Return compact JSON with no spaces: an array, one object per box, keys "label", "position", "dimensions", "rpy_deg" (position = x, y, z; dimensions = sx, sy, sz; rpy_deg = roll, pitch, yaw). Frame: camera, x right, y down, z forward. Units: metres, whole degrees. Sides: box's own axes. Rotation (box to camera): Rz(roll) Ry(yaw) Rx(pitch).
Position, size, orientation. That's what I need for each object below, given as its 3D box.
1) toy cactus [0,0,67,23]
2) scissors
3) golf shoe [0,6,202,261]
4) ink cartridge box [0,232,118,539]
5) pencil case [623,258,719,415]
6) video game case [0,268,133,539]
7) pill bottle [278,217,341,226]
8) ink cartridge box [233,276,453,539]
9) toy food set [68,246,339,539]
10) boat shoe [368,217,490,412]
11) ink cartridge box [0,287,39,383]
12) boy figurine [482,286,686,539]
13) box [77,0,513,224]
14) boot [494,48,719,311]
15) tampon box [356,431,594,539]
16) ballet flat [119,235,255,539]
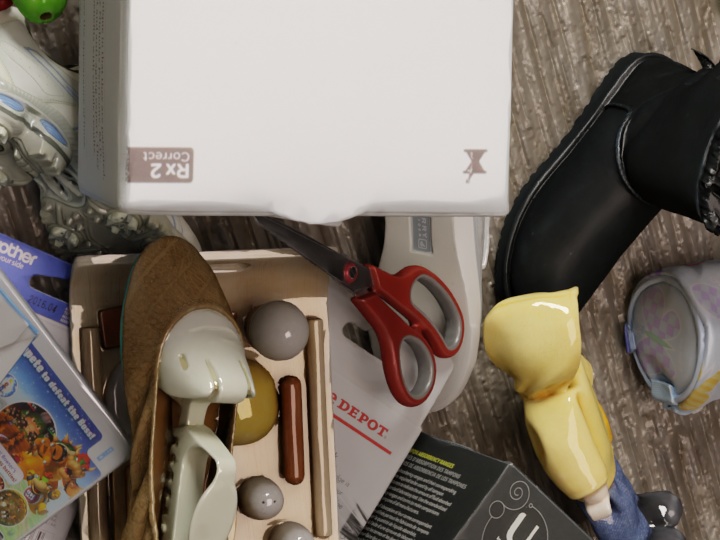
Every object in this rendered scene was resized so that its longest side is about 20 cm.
[{"label":"toy cactus","position":[-0.219,-0.217,1.437],"dimensions":[0.165,0.102,0.200],"rpy_deg":[-17,104,-1]},{"label":"scissors","position":[0.000,0.000,1.508],"dimensions":[0.200,0.014,0.073],"rpy_deg":[50,56,-41]},{"label":"golf shoe","position":[-0.143,-0.064,1.503],"dimensions":[0.200,0.078,0.097],"rpy_deg":[46,45,-42]},{"label":"ink cartridge box","position":[-0.199,0.086,1.514],"dimensions":[0.119,0.042,0.200],"rpy_deg":[24,89,-28]},{"label":"pencil case","position":[0.264,0.031,1.722],"dimensions":[0.200,0.083,0.091],"rpy_deg":[-10,89,-27]},{"label":"video game case","position":[-0.238,0.097,1.455],"dimensions":[0.200,0.018,0.143],"rpy_deg":[-37,95,0]},{"label":"pill bottle","position":[-0.040,-0.131,1.521],"dimensions":[0.116,0.116,0.200],"rpy_deg":[9,94,-28]},{"label":"ink cartridge box","position":[-0.049,0.105,1.579],"dimensions":[0.116,0.068,0.200],"rpy_deg":[35,82,-26]},{"label":"toy food set","position":[-0.077,0.089,1.494],"dimensions":[0.143,0.060,0.200],"rpy_deg":[-3,90,-14]},{"label":"boat shoe","position":[0.045,-0.019,1.614],"dimensions":[0.069,0.072,0.200],"rpy_deg":[-32,122,-52]},{"label":"ink cartridge box","position":[-0.276,0.016,1.411],"dimensions":[0.115,0.200,0.068],"rpy_deg":[-52,152,-11]},{"label":"boy figurine","position":[0.129,0.086,1.645],"dimensions":[0.064,0.124,0.200],"rpy_deg":[-18,120,13]},{"label":"box","position":[-0.034,-0.129,1.394],"dimensions":[0.199,0.131,0.200],"rpy_deg":[0,97,-16]},{"label":"boot","position":[0.172,-0.046,1.618],"dimensions":[0.073,0.162,0.198],"rpy_deg":[35,81,-26]},{"label":"tampon box","position":[0.043,0.218,1.612],"dimensions":[0.150,0.126,0.200],"rpy_deg":[44,76,-27]},{"label":"ballet flat","position":[-0.086,0.084,1.431],"dimensions":[0.068,0.072,0.200],"rpy_deg":[5,91,-35]}]
